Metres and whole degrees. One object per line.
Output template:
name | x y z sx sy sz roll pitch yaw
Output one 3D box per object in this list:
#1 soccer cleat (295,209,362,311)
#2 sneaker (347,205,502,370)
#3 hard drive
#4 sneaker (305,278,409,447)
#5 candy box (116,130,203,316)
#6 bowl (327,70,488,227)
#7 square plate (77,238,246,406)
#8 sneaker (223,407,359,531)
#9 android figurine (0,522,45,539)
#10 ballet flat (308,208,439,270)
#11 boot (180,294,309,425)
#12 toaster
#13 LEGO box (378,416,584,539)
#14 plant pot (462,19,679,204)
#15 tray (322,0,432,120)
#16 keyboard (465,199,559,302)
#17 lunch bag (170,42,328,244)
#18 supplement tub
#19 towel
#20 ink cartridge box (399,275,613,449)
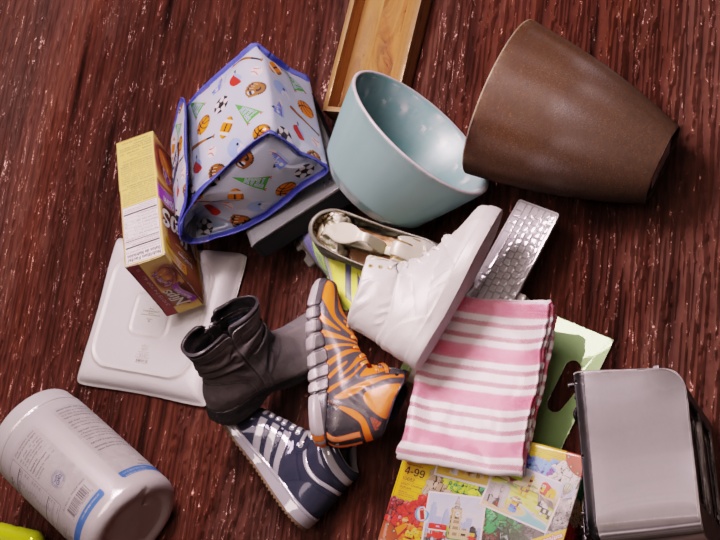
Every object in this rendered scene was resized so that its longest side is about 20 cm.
soccer cleat | -0.001 0.000 1.723 0.084 0.065 0.200 -49 58 14
sneaker | 0.064 -0.005 1.592 0.116 0.074 0.200 29 79 15
hard drive | -0.093 -0.124 1.799 0.140 0.033 0.200 -33 45 11
sneaker | -0.002 0.101 1.645 0.112 0.078 0.200 -6 69 6
candy box | -0.247 -0.058 1.802 0.056 0.117 0.200 -18 53 10
bowl | 0.040 -0.126 1.698 0.105 0.201 0.201 -48 59 24
square plate | -0.255 0.059 1.840 0.200 0.028 0.198 7 75 26
sneaker | -0.080 0.190 1.692 0.108 0.070 0.200 -42 65 8
android figurine | -0.432 0.405 1.791 0.200 0.041 0.182 9 76 28
ballet flat | 0.029 -0.020 1.661 0.200 0.064 0.067 18 77 22
boot | -0.109 0.077 1.673 0.070 0.132 0.200 24 51 35
toaster | 0.286 0.204 1.461 0.119 0.181 0.200 -9 68 19
LEGO box | 0.140 0.252 1.568 0.200 0.077 0.149 12 78 27
plant pot | 0.243 -0.155 1.625 0.200 0.187 0.187 24 83 14
tray | 0.025 -0.282 1.831 0.099 0.037 0.200 7 76 25
keyboard | 0.153 0.015 1.634 0.056 0.011 0.200 25 81 29
lunch bag | -0.154 -0.144 1.753 0.200 0.124 0.170 -36 42 27
supplement tub | -0.331 0.247 1.749 0.200 0.132 0.132 36 89 30
towel | 0.124 0.119 1.570 0.146 0.030 0.200 4 65 25
ink cartridge box | 0.159 0.097 1.633 0.200 0.048 0.146 23 82 31
